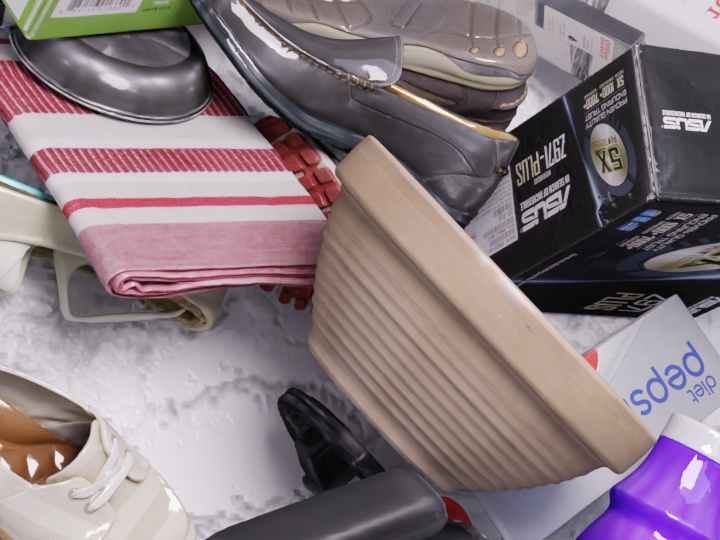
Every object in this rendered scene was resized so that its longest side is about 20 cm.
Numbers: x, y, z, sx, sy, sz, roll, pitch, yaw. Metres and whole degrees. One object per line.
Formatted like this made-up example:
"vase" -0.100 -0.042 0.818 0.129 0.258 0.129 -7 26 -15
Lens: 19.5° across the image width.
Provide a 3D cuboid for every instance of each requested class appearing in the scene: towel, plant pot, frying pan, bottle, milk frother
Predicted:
"towel" -0.106 -0.055 1.076 0.144 0.023 0.200 -1 39 -36
"plant pot" 0.040 0.038 0.993 0.093 0.201 0.201 -42 90 1
"frying pan" -0.163 -0.136 1.116 0.190 0.031 0.115 29 31 3
"bottle" 0.133 0.171 1.069 0.065 0.084 0.200 31 84 -19
"milk frother" -0.039 0.169 1.004 0.188 0.200 0.181 -20 108 -23

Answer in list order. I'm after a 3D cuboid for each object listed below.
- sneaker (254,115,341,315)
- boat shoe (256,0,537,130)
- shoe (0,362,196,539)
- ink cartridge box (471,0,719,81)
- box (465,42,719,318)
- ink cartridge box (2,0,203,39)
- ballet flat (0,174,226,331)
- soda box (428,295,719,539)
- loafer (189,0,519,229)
"sneaker" 0.000 0.000 1.144 0.200 0.078 0.082 53 26 9
"boat shoe" -0.001 -0.121 1.175 0.200 0.073 0.075 20 39 17
"shoe" -0.163 0.089 1.009 0.200 0.053 0.070 32 55 -12
"ink cartridge box" 0.165 -0.183 1.264 0.200 0.085 0.146 33 51 17
"box" 0.168 -0.042 1.164 0.163 0.200 0.086 4 71 -28
"ink cartridge box" -0.153 -0.223 1.115 0.148 0.076 0.200 -12 59 -44
"ballet flat" -0.157 -0.010 1.061 0.199 0.069 0.070 14 60 -24
"soda box" 0.116 0.092 1.148 0.200 0.063 0.068 -30 83 -36
"loafer" -0.003 -0.099 1.115 0.200 0.072 0.073 38 12 -23
